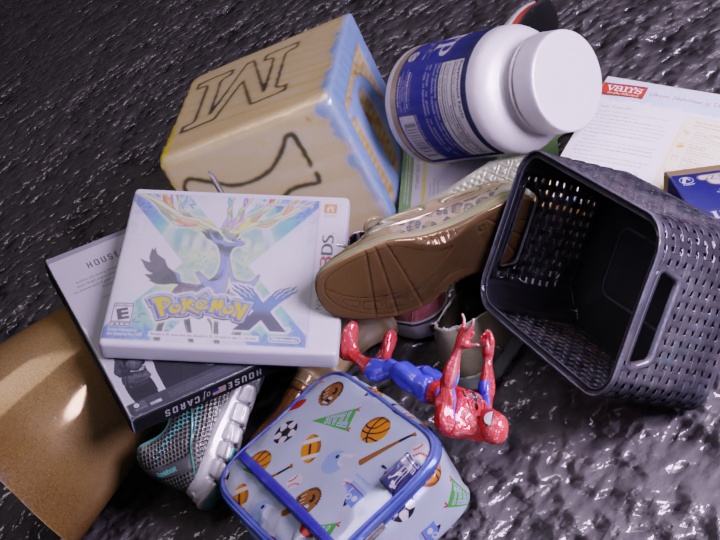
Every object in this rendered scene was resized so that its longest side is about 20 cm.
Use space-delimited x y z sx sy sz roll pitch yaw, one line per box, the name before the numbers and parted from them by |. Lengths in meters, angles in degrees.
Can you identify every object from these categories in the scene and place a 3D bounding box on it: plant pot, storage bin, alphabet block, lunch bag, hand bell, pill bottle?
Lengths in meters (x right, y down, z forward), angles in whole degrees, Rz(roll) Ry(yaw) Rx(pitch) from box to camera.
plant pot | -0.251 0.111 1.147 0.200 0.187 0.186 -44 32 -14
storage bin | 0.188 0.004 0.957 0.200 0.093 0.137 44 121 60
alphabet block | -0.068 -0.120 1.345 0.198 0.197 0.197 -18 30 19
lunch bag | -0.018 0.172 0.978 0.160 0.076 0.200 -40 30 -12
hand bell | -0.056 0.112 1.115 0.103 0.104 0.201 5 58 46
pill bottle | 0.125 -0.166 1.192 0.120 0.120 0.199 -47 25 -27

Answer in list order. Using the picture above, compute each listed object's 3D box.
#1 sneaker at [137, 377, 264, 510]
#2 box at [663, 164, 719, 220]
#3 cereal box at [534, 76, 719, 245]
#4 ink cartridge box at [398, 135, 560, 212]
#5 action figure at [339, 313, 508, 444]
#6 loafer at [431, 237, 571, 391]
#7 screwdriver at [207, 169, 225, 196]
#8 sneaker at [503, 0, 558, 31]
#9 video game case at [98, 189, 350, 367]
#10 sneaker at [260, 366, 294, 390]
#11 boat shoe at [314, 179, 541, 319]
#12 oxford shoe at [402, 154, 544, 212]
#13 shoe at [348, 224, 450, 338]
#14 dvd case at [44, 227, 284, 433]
sneaker | -0.134 0.101 1.108 0.090 0.078 0.202 19 64 0
box | 0.318 -0.025 0.969 0.119 0.033 0.201 -7 35 -1
cereal box | 0.253 -0.092 1.123 0.142 0.040 0.201 15 48 26
ink cartridge box | 0.138 -0.115 1.297 0.198 0.048 0.146 -23 30 19
action figure | 0.061 0.066 0.983 0.200 0.065 0.100 35 109 54
loafer | 0.123 0.013 1.089 0.075 0.070 0.201 -3 40 39
screwdriver | -0.100 -0.013 1.200 0.029 0.201 0.028 -9 34 37
sneaker | 0.144 -0.245 1.465 0.107 0.068 0.202 4 47 42
video game case | -0.112 0.003 1.094 0.197 0.022 0.184 2 48 2
sneaker | -0.137 0.068 1.242 0.198 0.074 0.087 -10 34 32
boat shoe | 0.053 -0.019 1.062 0.198 0.074 0.063 -19 32 -7
oxford shoe | 0.115 -0.057 1.216 0.198 0.076 0.058 -22 -6 11
shoe | 0.000 0.000 1.195 0.071 0.092 0.199 -41 31 -28
dvd case | -0.169 0.034 1.096 0.149 0.025 0.200 -23 51 -20
